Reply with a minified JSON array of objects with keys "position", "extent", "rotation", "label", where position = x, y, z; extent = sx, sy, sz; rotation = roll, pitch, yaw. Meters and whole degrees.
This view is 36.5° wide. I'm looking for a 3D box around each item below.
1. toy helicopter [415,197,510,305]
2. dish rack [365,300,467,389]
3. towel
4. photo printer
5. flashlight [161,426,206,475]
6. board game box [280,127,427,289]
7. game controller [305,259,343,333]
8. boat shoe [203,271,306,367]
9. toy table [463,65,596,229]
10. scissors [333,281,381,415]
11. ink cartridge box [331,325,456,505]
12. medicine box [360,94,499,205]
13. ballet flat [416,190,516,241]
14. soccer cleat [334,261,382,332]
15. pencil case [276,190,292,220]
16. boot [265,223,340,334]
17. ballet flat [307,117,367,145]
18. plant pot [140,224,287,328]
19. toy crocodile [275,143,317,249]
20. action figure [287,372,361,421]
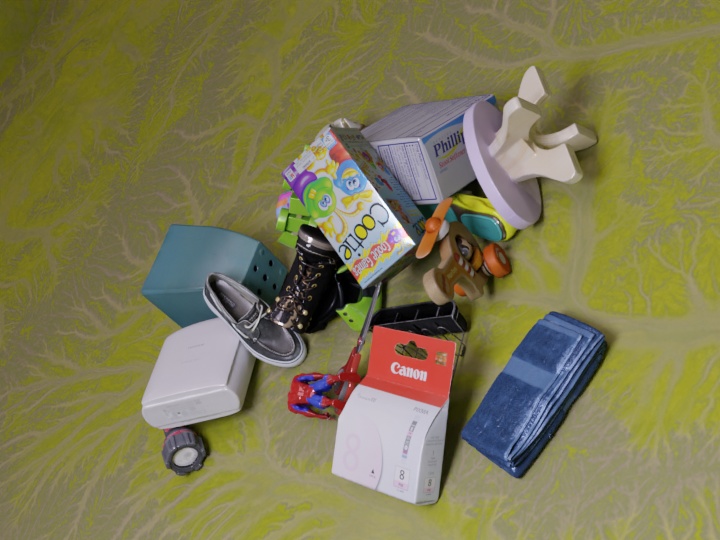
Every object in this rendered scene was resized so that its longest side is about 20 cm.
[{"position":[0.119,-0.015,1.443],"extent":[0.079,0.133,0.200],"rotation":[-28,8,26],"label":"toy helicopter"},{"position":[0.063,0.142,1.479],"extent":[0.153,0.054,0.201],"rotation":[-11,51,42],"label":"dish rack"},{"position":[0.208,0.144,1.329],"extent":[0.201,0.048,0.111],"rotation":[-55,35,-7],"label":"towel"},{"position":[-0.249,0.152,1.741],"extent":[0.165,0.070,0.201],"rotation":[-14,33,18],"label":"photo printer"},{"position":[-0.302,0.243,1.761],"extent":[0.068,0.068,0.200],"rotation":[-45,37,9],"label":"flashlight"},{"position":[0.000,-0.089,1.525],"extent":[0.103,0.105,0.201],"rotation":[-40,80,22],"label":"board game box"},{"position":[-0.055,0.003,1.724],"extent":[0.104,0.042,0.201],"rotation":[-52,26,45],"label":"game controller"},{"position":[-0.170,0.078,1.685],"extent":[0.199,0.071,0.072],"rotation":[35,74,13],"label":"boat shoe"},{"position":[0.230,-0.172,1.500],"extent":[0.117,0.183,0.201],"rotation":[-36,68,35],"label":"toy table"},{"position":[-0.001,0.114,1.529],"extent":[0.073,0.014,0.201],"rotation":[-99,28,-56],"label":"scissors"},{"position":[0.040,0.181,1.401],"extent":[0.162,0.057,0.202],"rotation":[9,96,48],"label":"ink cartridge box"},{"position":[0.089,-0.177,1.634],"extent":[0.199,0.104,0.182],"rotation":[1,27,47],"label":"medicine box"},{"position":[0.158,-0.086,1.588],"extent":[0.067,0.067,0.199],"rotation":[-40,33,-25],"label":"ballet flat"},{"position":[0.000,0.000,1.650],"extent":[0.067,0.081,0.201],"rotation":[-25,42,29],"label":"soccer cleat"},{"position":[-0.050,-0.123,1.813],"extent":[0.199,0.088,0.089],"rotation":[-22,44,34],"label":"pencil case"},{"position":[-0.082,0.014,1.597],"extent":[0.152,0.073,0.200],"rotation":[-63,-1,0],"label":"boot"},{"position":[-0.030,-0.219,1.817],"extent":[0.070,0.066,0.200],"rotation":[-20,13,28],"label":"ballet flat"},{"position":[-0.233,0.015,1.844],"extent":[0.199,0.141,0.142],"rotation":[-1,57,36],"label":"plant pot"},{"position":[-0.093,-0.115,1.752],"extent":[0.062,0.067,0.201],"rotation":[-79,3,-54],"label":"toy crocodile"},{"position":[-0.059,0.177,1.554],"extent":[0.200,0.051,0.066],"rotation":[-13,65,61],"label":"action figure"}]
